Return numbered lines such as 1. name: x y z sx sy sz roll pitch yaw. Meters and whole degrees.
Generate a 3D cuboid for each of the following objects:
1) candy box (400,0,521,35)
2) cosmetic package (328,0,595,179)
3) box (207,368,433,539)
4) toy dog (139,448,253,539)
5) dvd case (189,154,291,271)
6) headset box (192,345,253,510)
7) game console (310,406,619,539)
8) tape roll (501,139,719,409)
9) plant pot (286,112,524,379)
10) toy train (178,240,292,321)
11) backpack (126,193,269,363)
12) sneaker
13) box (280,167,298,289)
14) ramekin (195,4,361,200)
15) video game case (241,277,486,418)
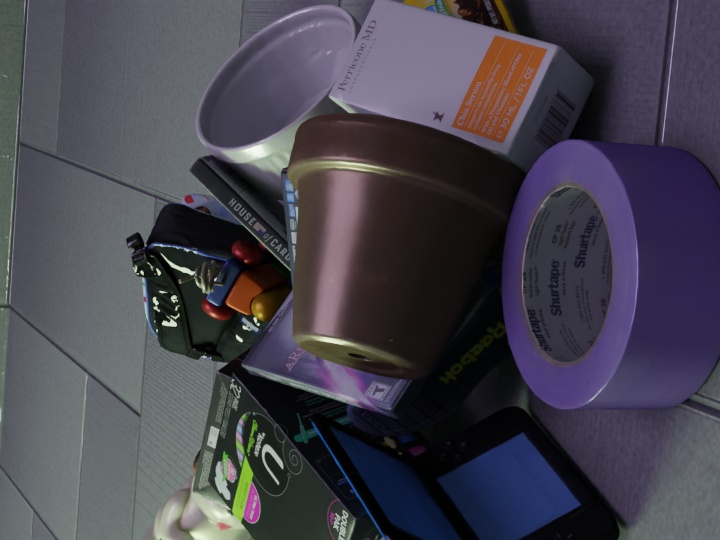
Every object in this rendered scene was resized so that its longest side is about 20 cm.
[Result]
1. candy box: 0.097 -0.173 1.477 0.102 0.026 0.200 -30 57 17
2. cosmetic package: 0.082 -0.151 1.413 0.200 0.071 0.102 21 84 39
3. box: -0.028 0.191 1.551 0.200 0.124 0.149 46 137 34
4. toy dog: -0.159 0.283 2.029 0.194 0.139 0.200 -59 1 -37
5. dvd case: -0.086 -0.044 1.749 0.025 0.200 0.150 -46 1 8
6. headset box: -0.086 0.147 1.798 0.077 0.200 0.149 23 116 19
7. game console: 0.081 0.163 1.358 0.200 0.170 0.119 52 168 56
8. tape roll: 0.188 0.004 1.271 0.200 0.085 0.201 -178 90 -68
9. plant pot: 0.021 -0.010 1.375 0.200 0.200 0.175 -13 59 66
10. toy train: -0.100 0.033 1.739 0.085 0.116 0.200 -60 -13 17
11. backpack: -0.166 0.016 1.976 0.154 0.199 0.191 -67 -6 -47
12. sneaker: 0.069 0.067 1.488 0.200 0.074 0.082 -39 35 11
13. box: 0.000 0.000 1.596 0.157 0.051 0.201 6 106 47
14. ramekin: -0.059 -0.164 1.736 0.200 0.105 0.200 -25 39 22
15. video game case: 0.000 0.048 1.480 0.200 0.019 0.143 13 61 46
